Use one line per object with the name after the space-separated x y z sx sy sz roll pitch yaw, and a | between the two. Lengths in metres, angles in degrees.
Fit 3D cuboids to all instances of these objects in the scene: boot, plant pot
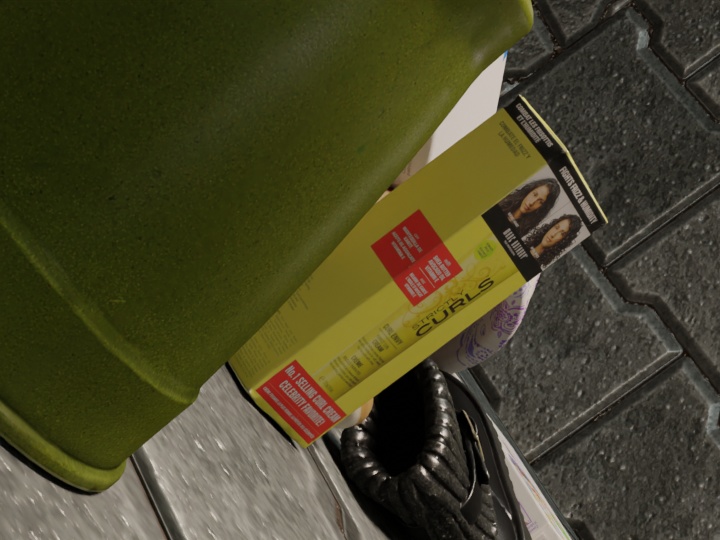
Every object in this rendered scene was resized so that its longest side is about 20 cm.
0.032 0.097 1.217 0.158 0.079 0.212 52 5 -40 | boot
-0.058 -0.071 0.597 0.201 0.192 0.200 55 3 -5 | plant pot

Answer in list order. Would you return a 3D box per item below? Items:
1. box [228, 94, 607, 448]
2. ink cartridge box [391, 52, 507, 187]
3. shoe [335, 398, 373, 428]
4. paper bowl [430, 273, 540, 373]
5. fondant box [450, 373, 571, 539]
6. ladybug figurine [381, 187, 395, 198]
0.026 0.002 1.009 0.050 0.199 0.075 56 3 38 | box
-0.015 -0.153 1.177 0.199 0.147 0.084 26 35 24 | ink cartridge box
-0.063 0.008 1.077 0.070 0.053 0.201 -14 -69 58 | shoe
0.028 -0.035 1.319 0.201 0.199 0.105 53 39 -24 | paper bowl
0.130 0.206 1.761 0.144 0.058 0.200 52 4 -45 | fondant box
0.000 0.000 1.196 0.200 0.135 0.072 61 4 -74 | ladybug figurine
